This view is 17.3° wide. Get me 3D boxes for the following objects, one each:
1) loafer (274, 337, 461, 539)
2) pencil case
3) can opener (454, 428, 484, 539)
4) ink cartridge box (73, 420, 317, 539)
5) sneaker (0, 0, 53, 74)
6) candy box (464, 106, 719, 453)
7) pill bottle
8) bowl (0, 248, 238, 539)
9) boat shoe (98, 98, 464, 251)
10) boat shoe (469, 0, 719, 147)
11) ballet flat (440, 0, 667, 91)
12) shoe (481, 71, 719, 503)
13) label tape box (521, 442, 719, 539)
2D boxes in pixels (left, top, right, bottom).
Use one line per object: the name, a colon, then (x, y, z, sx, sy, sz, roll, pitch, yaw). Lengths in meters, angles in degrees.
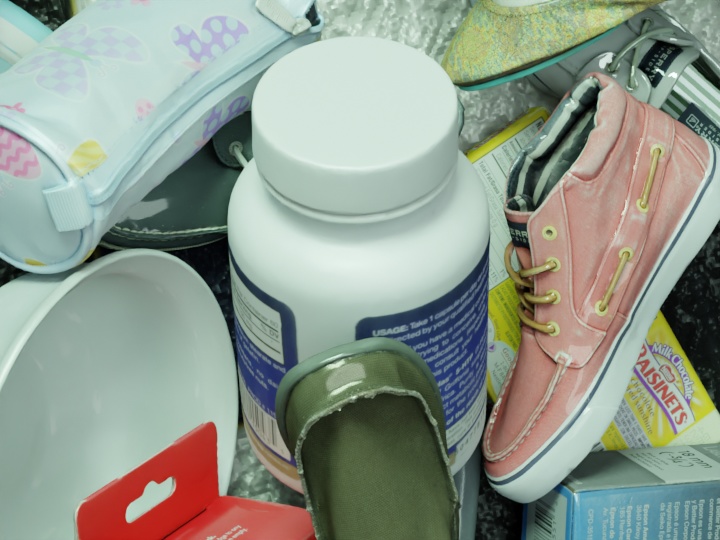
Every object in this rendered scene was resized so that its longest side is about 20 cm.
loafer: (0.016, 0.108, 1.048, 0.075, 0.070, 0.201, -21, 136, -1)
pencil case: (-0.100, -0.080, 1.068, 0.200, 0.090, 0.084, -44, 146, -42)
can opener: (0.026, 0.152, 1.173, 0.052, 0.066, 0.202, 8, 82, -14)
ink cartridge box: (-0.066, 0.184, 1.088, 0.116, 0.067, 0.202, -31, 122, -54)
sneaker: (-0.241, -0.091, 1.072, 0.199, 0.079, 0.131, 29, 83, -15)
candy box: (0.099, 0.028, 1.203, 0.102, 0.026, 0.201, -33, 101, -14)
pill bottle: (0.000, 0.000, 1.076, 0.119, 0.120, 0.201, -16, 136, -15)
bowl: (-0.146, 0.082, 1.079, 0.201, 0.090, 0.203, -26, 121, -54)
boat shoe: (-0.042, -0.056, 1.139, 0.199, 0.062, 0.073, -14, 96, -16)
boat shoe: (0.146, -0.103, 1.191, 0.199, 0.067, 0.074, 33, 82, -15)
ballet flat: (0.122, -0.149, 1.120, 0.199, 0.071, 0.071, -20, 98, 12)
shoe: (0.095, 0.007, 1.141, 0.091, 0.071, 0.201, 32, 87, -25)
label tape box: (0.180, 0.165, 1.200, 0.198, 0.063, 0.145, -2, 102, -22)
